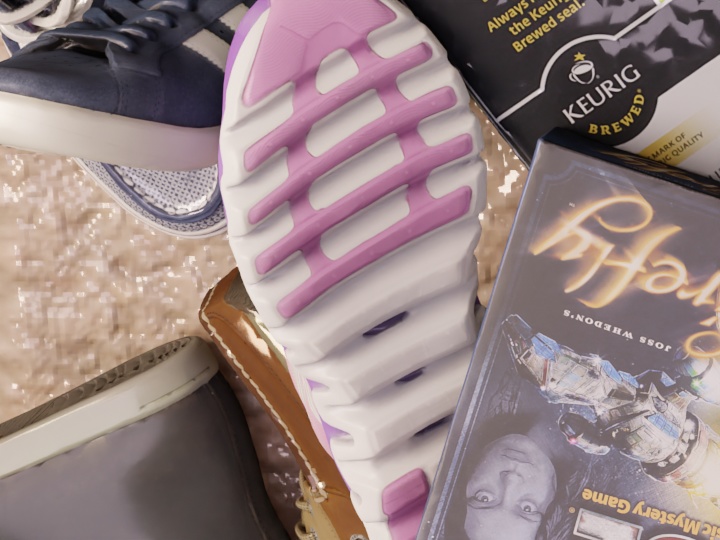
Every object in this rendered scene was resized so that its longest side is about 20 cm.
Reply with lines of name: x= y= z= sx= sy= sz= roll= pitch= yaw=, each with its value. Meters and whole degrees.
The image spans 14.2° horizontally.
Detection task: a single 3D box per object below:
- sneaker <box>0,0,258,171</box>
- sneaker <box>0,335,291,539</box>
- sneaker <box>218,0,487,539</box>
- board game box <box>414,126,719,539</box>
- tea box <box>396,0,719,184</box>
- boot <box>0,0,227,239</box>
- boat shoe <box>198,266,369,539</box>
sneaker: x=-0.050 y=-0.081 z=0.881 sx=0.075 sy=0.200 sz=0.085 roll=12 pitch=105 yaw=31
sneaker: x=-0.120 y=0.111 z=1.010 sx=0.200 sy=0.075 sz=0.106 roll=-25 pitch=96 yaw=15
sneaker: x=0.000 y=0.000 z=0.873 sx=0.080 sy=0.088 sz=0.201 roll=-24 pitch=118 yaw=-10
board game box: x=0.127 y=0.055 z=0.812 sx=0.199 sy=0.035 sz=0.136 roll=18 pitch=102 yaw=10
tea box: x=0.104 y=-0.140 z=0.857 sx=0.200 sy=0.134 sz=0.197 roll=-34 pitch=103 yaw=18
boot: x=-0.099 y=-0.087 z=0.929 sx=0.073 sy=0.090 sz=0.200 roll=-27 pitch=105 yaw=17
boat shoe: x=0.012 y=0.084 z=0.989 sx=0.074 sy=0.076 sz=0.200 roll=-38 pitch=101 yaw=22
